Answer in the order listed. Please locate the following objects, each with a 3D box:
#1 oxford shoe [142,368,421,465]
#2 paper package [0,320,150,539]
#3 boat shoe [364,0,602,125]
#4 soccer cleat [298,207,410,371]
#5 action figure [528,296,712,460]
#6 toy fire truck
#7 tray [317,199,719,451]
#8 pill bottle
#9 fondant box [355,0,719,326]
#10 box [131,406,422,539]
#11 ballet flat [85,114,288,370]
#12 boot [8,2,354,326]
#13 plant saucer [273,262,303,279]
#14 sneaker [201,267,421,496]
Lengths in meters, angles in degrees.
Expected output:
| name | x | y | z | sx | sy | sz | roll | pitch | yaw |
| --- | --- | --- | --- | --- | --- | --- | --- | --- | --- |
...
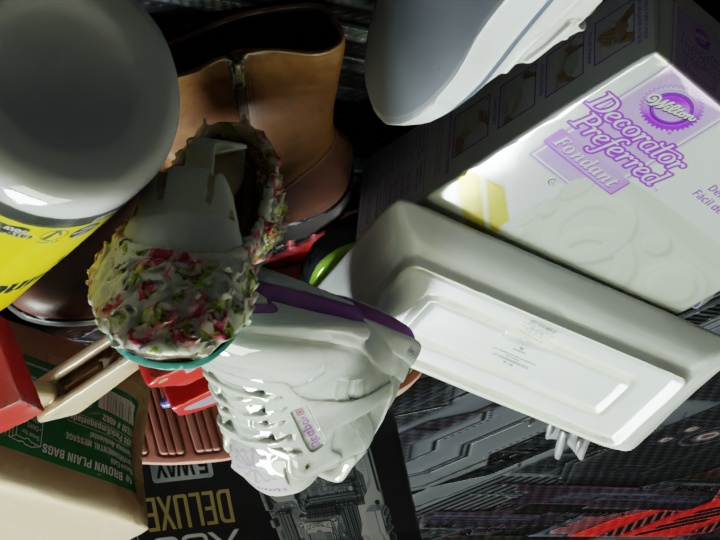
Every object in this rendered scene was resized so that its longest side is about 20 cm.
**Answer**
| name | x | y | z | sx | sy | sz | roll | pitch | yaw |
| --- | --- | --- | --- | --- | --- | --- | --- | --- | --- |
| oxford shoe | -0.057 | 0.076 | 1.538 | 0.199 | 0.071 | 0.074 | -12 | 166 | -3 |
| paper package | -0.242 | 0.100 | 1.441 | 0.199 | 0.104 | 0.190 | 21 | 146 | -34 |
| boat shoe | 0.068 | -0.115 | 1.102 | 0.065 | 0.074 | 0.200 | 2 | 159 | -28 |
| soccer cleat | 0.000 | 0.000 | 1.400 | 0.067 | 0.081 | 0.200 | -26 | 162 | 4 |
| action figure | 0.151 | 0.027 | 1.491 | 0.200 | 0.069 | 0.130 | -39 | 166 | -37 |
| toy fire truck | -0.115 | 0.041 | 1.269 | 0.141 | 0.049 | 0.200 | -25 | 166 | 0 |
| tray | 0.078 | 0.036 | 1.312 | 0.199 | 0.022 | 0.107 | 23 | 136 | -19 |
| pill bottle | -0.165 | -0.043 | 1.100 | 0.112 | 0.113 | 0.200 | -1 | 160 | -33 |
| fondant box | 0.116 | -0.040 | 1.279 | 0.144 | 0.058 | 0.200 | 34 | 131 | -28 |
| box | -0.064 | 0.157 | 1.739 | 0.199 | 0.158 | 0.050 | -4 | 161 | -24 |
| ballet flat | -0.071 | -0.019 | 1.093 | 0.075 | 0.064 | 0.200 | 5 | -163 | 2 |
| boot | -0.092 | -0.044 | 1.226 | 0.187 | 0.069 | 0.200 | -12 | 162 | -1 |
| plant saucer | -0.028 | 0.033 | 1.585 | 0.199 | 0.030 | 0.200 | -12 | 162 | -4 |
| sneaker | -0.032 | 0.055 | 1.198 | 0.075 | 0.100 | 0.200 | 22 | 179 | 26 |
